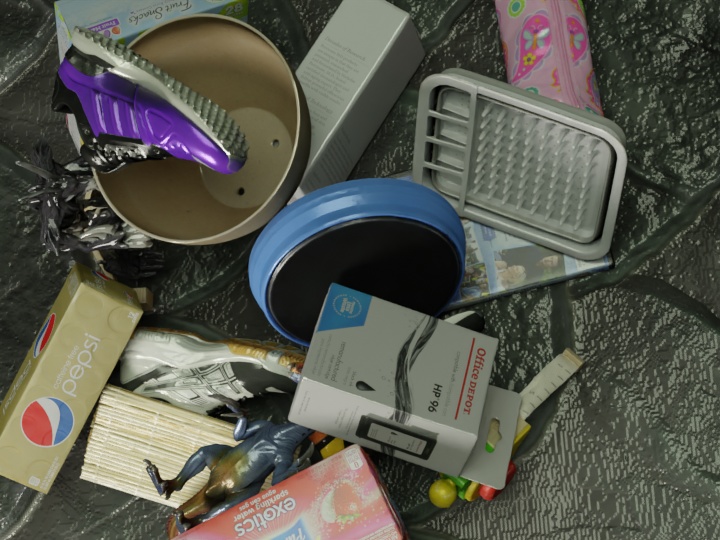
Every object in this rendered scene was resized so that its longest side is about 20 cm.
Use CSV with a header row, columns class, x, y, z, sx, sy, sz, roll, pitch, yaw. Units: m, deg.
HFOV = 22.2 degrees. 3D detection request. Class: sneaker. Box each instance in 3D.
class,x,y,z,sx,sy,sz,roll,pitch,yaw
sneaker,-0.131,0.107,1.726,0.198,0.076,0.089,6,92,14
sneaker,-0.185,-0.119,1.560,0.199,0.069,0.100,35,101,23
sneaker,0.046,0.118,1.693,0.199,0.070,0.090,-36,87,-1

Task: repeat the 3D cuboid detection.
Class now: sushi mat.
class,x,y,z,sx,sy,sz,roll,pitch,yaw
sushi mat,-0.160,0.177,1.703,0.198,0.012,0.096,17,105,6

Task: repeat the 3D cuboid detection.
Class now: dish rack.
class,x,y,z,sx,sy,sz,roll,pitch,yaw
dish rack,0.148,-0.103,1.670,0.199,0.172,0.044,21,51,15

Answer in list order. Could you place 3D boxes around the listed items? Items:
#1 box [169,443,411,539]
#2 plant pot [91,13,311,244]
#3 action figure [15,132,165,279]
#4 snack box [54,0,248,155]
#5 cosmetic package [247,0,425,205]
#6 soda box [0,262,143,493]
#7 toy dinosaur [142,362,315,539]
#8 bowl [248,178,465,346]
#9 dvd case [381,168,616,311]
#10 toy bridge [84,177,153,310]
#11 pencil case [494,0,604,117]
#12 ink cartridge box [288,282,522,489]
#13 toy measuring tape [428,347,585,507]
class,x,y,z,sx,sy,sz,roll,pitch,yaw
box,-0.062,0.241,1.571,0.199,0.100,0.096,-27,71,0
plant pot,-0.125,-0.114,1.641,0.198,0.134,0.202,-3,81,18
action figure,-0.241,-0.061,1.681,0.101,0.200,0.120,-18,71,9
snack box,-0.194,-0.192,1.716,0.167,0.201,0.068,-21,63,-15
cosmetic package,-0.024,-0.159,1.755,0.074,0.102,0.201,29,80,17
soda box,-0.278,0.100,1.706,0.067,0.064,0.201,26,100,-20
toy dinosaur,-0.102,0.157,1.655,0.181,0.200,0.105,-30,83,-19
bowl,0.000,0.000,1.642,0.199,0.201,0.040,-18,50,4
dvd case,0.129,-0.046,1.741,0.198,0.018,0.144,-14,73,6
toy bridge,-0.237,-0.059,1.802,0.067,0.027,0.202,-5,74,10
pencil case,0.178,-0.208,1.731,0.087,0.088,0.202,-9,68,7
ink cartridge box,0.049,0.101,1.597,0.198,0.068,0.117,19,48,-2
toy measuring tape,0.130,0.150,1.677,0.073,0.074,0.200,39,62,17
